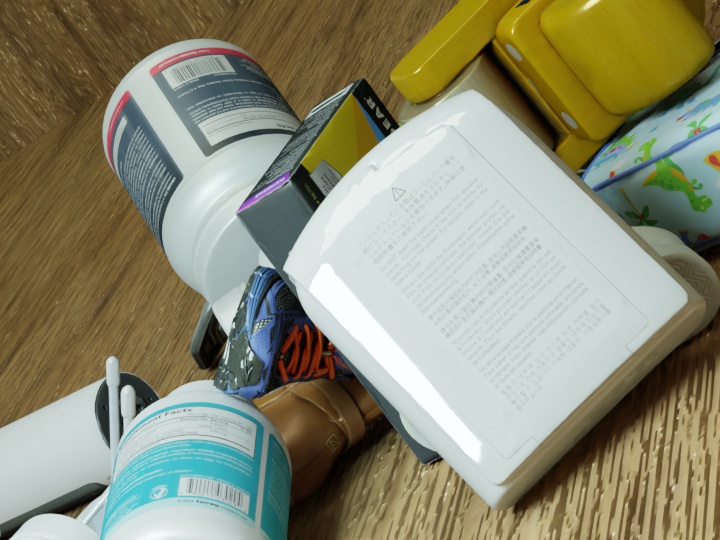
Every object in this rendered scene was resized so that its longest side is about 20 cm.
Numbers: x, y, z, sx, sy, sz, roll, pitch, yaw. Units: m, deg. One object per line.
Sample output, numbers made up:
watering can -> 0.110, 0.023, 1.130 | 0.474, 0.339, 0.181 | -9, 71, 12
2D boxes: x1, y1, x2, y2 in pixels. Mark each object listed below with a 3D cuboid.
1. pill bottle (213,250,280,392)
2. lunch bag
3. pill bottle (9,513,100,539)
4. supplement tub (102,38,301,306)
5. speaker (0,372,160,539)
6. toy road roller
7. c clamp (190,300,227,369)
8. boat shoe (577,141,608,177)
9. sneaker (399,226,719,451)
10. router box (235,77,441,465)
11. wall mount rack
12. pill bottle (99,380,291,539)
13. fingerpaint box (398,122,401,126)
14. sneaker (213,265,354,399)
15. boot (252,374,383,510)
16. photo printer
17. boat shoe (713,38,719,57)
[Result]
pill bottle -> 0.000, 0.000, 1.858 | 0.200, 0.111, 0.111 | -36, 13, 1
lunch bag -> 0.241, -0.088, 1.649 | 0.200, 0.083, 0.161 | -27, 18, 45
pill bottle -> -0.225, 0.240, 1.636 | 0.111, 0.111, 0.200 | -25, 17, 38
supplement tub -> -0.097, -0.067, 1.979 | 0.140, 0.141, 0.200 | -36, 46, 1
speaker -> -0.239, 0.146, 2.051 | 0.199, 0.081, 0.081 | -26, 17, 35
toy road roller -> 0.131, -0.132, 1.671 | 0.200, 0.123, 0.146 | -45, 16, -11
c clamp -> -0.095, -0.001, 2.120 | 0.172, 0.027, 0.200 | -62, -4, -2
boat shoe -> 0.141, -0.067, 1.770 | 0.062, 0.073, 0.201 | -3, 59, 44
sneaker -> 0.114, 0.040, 1.580 | 0.199, 0.074, 0.116 | -25, 13, 3
router box -> 0.021, -0.001, 1.651 | 0.051, 0.200, 0.149 | -29, 16, 31
wall mount rack -> -0.193, 0.158, 1.856 | 0.174, 0.074, 0.200 | -52, 14, 0
pill bottle -> -0.097, 0.145, 1.586 | 0.110, 0.111, 0.200 | -32, 22, 17
fingerpaint box -> 0.036, -0.060, 2.079 | 0.199, 0.073, 0.167 | -31, 14, 29
sneaker -> -0.031, 0.037, 1.654 | 0.200, 0.078, 0.076 | -38, -33, -68
boot -> -0.062, 0.099, 1.774 | 0.155, 0.077, 0.200 | -40, 16, -8
photo printer -> 0.067, 0.009, 1.492 | 0.166, 0.200, 0.069 | -44, -17, -5
boat shoe -> 0.214, -0.112, 1.830 | 0.199, 0.068, 0.074 | -34, 13, 11
